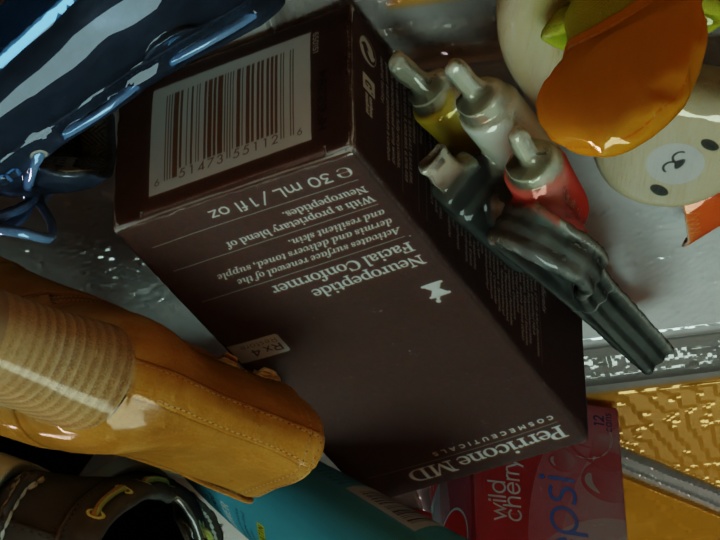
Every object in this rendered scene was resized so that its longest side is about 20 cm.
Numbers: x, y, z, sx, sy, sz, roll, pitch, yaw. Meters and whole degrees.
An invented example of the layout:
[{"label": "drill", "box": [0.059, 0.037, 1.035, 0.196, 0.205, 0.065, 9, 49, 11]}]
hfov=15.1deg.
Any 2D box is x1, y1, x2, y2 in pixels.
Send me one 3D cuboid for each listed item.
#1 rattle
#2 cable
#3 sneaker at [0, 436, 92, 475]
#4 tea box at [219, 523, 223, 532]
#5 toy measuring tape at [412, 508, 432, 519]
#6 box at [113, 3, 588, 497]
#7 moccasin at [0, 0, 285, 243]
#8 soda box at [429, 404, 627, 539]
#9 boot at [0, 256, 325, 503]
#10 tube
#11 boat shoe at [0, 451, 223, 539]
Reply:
[{"label": "rattle", "box": [0.119, -0.035, 0.928, 0.130, 0.143, 0.200, -15, 136, -4]}, {"label": "cable", "box": [0.083, -0.010, 0.995, 0.050, 0.097, 0.200, -51, 138, 2]}, {"label": "sneaker", "box": [-0.187, 0.089, 1.034, 0.200, 0.071, 0.080, -24, 177, -42]}, {"label": "tea box", "box": [-0.181, 0.182, 1.135, 0.200, 0.197, 0.134, 22, 146, -26]}, {"label": "toy measuring tape", "box": [0.044, 0.160, 1.222, 0.074, 0.074, 0.200, -25, 135, 28]}, {"label": "box", "box": [0.000, 0.000, 1.019, 0.100, 0.075, 0.200, -19, 140, 22]}, {"label": "moccasin", "box": [-0.109, -0.050, 0.930, 0.200, 0.080, 0.068, -36, 115, 29]}, {"label": "soda box", "box": [0.070, 0.147, 1.099, 0.070, 0.200, 0.063, 9, 140, -12]}, {"label": "boot", "box": [-0.110, 0.042, 1.013, 0.144, 0.071, 0.201, 24, 173, -29]}, {"label": "tube", "box": [-0.034, 0.088, 1.075, 0.200, 0.050, 0.077, 28, 158, 42]}, {"label": "boat shoe", "box": [-0.092, 0.111, 1.048, 0.061, 0.072, 0.201, 18, 180, 20]}]
